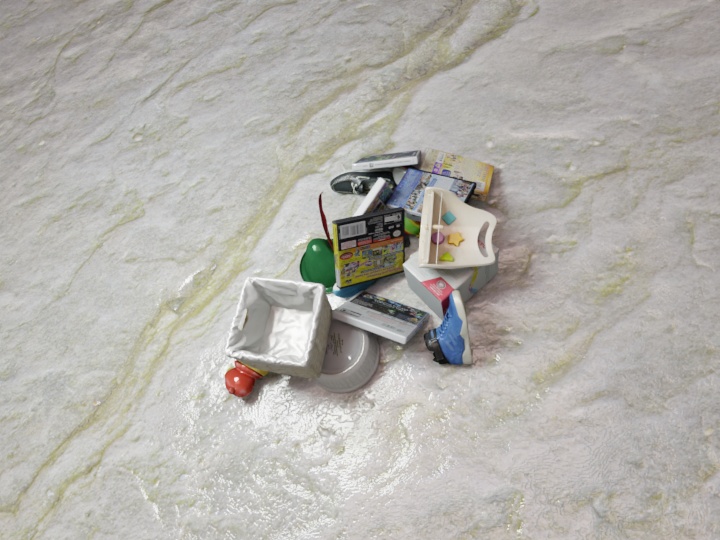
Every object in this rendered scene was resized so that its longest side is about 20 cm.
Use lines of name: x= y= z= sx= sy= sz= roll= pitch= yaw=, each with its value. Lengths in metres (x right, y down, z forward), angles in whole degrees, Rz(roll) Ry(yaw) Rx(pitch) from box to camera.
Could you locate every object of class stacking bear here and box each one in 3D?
stacking bear: x=-0.282 y=0.234 z=1.329 sx=0.114 sy=0.121 sz=0.200 roll=27 pitch=75 yaw=12

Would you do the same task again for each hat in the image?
hat: x=-0.117 y=-0.061 z=1.393 sx=0.166 sy=0.176 sz=0.200 roll=-27 pitch=62 yaw=-1

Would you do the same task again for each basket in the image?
basket: x=-0.182 y=0.139 z=1.196 sx=0.200 sy=0.161 sz=0.198 roll=6 pitch=66 yaw=10

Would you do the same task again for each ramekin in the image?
ramekin: x=-0.056 y=0.203 z=1.293 sx=0.200 sy=0.105 sz=0.200 roll=-5 pitch=64 yaw=11

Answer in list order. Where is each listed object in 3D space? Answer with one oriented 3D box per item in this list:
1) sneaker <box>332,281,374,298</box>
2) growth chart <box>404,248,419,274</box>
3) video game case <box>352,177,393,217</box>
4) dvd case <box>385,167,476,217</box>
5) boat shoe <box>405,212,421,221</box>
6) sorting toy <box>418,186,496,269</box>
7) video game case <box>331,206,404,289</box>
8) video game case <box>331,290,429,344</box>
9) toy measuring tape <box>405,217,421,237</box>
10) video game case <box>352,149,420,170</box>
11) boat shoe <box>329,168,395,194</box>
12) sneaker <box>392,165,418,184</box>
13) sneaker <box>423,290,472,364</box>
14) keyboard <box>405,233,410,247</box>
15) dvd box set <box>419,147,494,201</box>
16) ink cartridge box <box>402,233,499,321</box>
sneaker: x=0.000 y=0.000 z=1.399 sx=0.200 sy=0.077 sz=0.081 roll=-36 pitch=63 yaw=-16
growth chart: x=0.193 y=-0.075 z=1.352 sx=0.200 sy=0.145 sz=0.018 roll=-41 pitch=75 yaw=-11
video game case: x=0.023 y=-0.137 z=1.369 sx=0.024 sy=0.182 sz=0.200 roll=36 pitch=92 yaw=18
dvd case: x=0.185 y=-0.198 z=1.336 sx=0.200 sy=0.018 sz=0.143 roll=19 pitch=63 yaw=27
boat shoe: x=0.214 y=-0.163 z=1.389 sx=0.200 sy=0.072 sz=0.062 roll=11 pitch=63 yaw=-20
sorting toy: x=0.233 y=-0.080 z=1.208 sx=0.180 sy=0.107 sz=0.200 roll=6 pitch=73 yaw=4
video game case: x=0.025 y=-0.059 z=1.312 sx=0.200 sy=0.181 sz=0.025 roll=-14 pitch=26 yaw=-24
video game case: x=0.055 y=0.113 z=1.288 sx=0.200 sy=0.182 sz=0.023 roll=18 pitch=112 yaw=21
toy measuring tape: x=0.132 y=-0.165 z=1.446 sx=0.074 sy=0.074 sz=0.200 roll=-27 pitch=63 yaw=-1
video game case: x=0.081 y=-0.323 z=1.480 sx=0.182 sy=0.200 sz=0.023 roll=-4 pitch=108 yaw=11
boat shoe: x=0.005 y=-0.261 z=1.520 sx=0.200 sy=0.076 sz=0.060 roll=-11 pitch=53 yaw=9
sneaker: x=0.190 y=-0.249 z=1.475 sx=0.200 sy=0.077 sz=0.082 roll=43 pitch=53 yaw=14
sneaker: x=0.204 y=0.144 z=1.224 sx=0.111 sy=0.200 sz=0.077 roll=-7 pitch=29 yaw=11
keyboard: x=0.065 y=-0.142 z=1.481 sx=0.127 sy=0.021 sz=0.200 roll=-15 pitch=61 yaw=6
dvd box set: x=0.272 y=-0.275 z=1.444 sx=0.200 sy=0.029 sz=0.146 roll=17 pitch=49 yaw=6
ink cartridge box: x=0.234 y=-0.004 z=1.303 sx=0.200 sy=0.145 sz=0.145 roll=-40 pitch=62 yaw=-8
